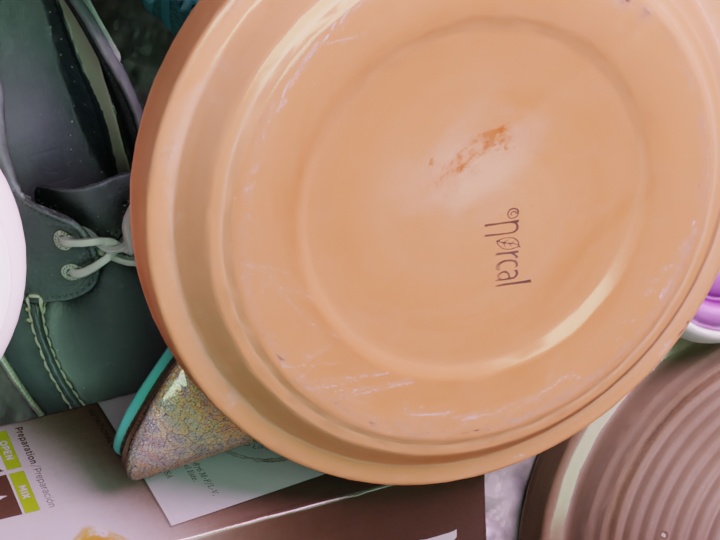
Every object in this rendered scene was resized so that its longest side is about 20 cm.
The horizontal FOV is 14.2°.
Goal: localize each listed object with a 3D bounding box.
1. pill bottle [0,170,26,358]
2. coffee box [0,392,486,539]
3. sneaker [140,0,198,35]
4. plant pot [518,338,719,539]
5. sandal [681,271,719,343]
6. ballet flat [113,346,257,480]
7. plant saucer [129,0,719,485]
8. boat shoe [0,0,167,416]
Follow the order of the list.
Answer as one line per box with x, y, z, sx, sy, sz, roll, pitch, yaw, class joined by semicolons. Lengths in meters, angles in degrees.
-0.164;-0.004;0.877;0.113;0.200;0.113;-1;95;-17;pill bottle
-0.063;0.106;0.960;0.200;0.080;0.114;-14;127;-15;coffee box
-0.077;-0.113;0.931;0.200;0.078;0.080;40;40;-22;sneaker
0.165;0.109;1.043;0.201;0.093;0.201;-2;96;-18;plant pot
0.127;-0.076;1.004;0.082;0.050;0.203;-9;93;-21;sandal
0.000;0.000;0.933;0.067;0.068;0.200;32;66;10;ballet flat
0.030;-0.025;0.872;0.200;0.032;0.200;-9;115;-19;plant saucer
-0.098;-0.020;0.968;0.073;0.062;0.200;-19;99;-15;boat shoe
